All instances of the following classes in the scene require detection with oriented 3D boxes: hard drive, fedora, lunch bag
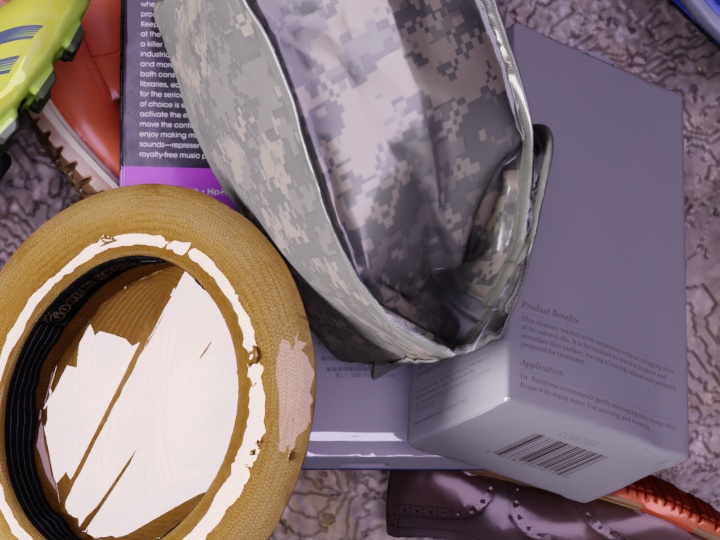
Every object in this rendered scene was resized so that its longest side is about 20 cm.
[{"bbox_3d":[0.000,0.000,0.899,0.132,0.025,0.200,1,68,-5],"label":"hard drive"},{"bbox_3d":[-0.089,0.061,0.817,0.200,0.082,0.201,-2,85,29],"label":"fedora"},{"bbox_3d":[0.002,-0.053,0.774,0.117,0.164,0.200,-20,92,-16],"label":"lunch bag"}]

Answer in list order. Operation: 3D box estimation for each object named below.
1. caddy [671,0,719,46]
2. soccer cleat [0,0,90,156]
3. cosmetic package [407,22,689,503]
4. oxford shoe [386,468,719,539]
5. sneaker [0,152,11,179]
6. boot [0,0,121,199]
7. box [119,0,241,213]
[{"bbox_3d":[0.208,-0.156,0.904,0.200,0.141,0.105,43,78,-1],"label":"caddy"},{"bbox_3d":[-0.208,-0.071,0.829,0.200,0.065,0.084,-45,97,2],"label":"soccer cleat"},{"bbox_3d":[0.091,-0.005,0.863,0.113,0.081,0.200,21,58,-28],"label":"cosmetic package"},{"bbox_3d":[0.110,0.132,0.916,0.200,0.071,0.073,18,93,4],"label":"oxford shoe"},{"bbox_3d":[-0.232,-0.080,0.897,0.115,0.075,0.200,1,96,-10],"label":"sneaker"},{"bbox_3d":[-0.126,-0.102,0.904,0.107,0.075,0.200,-33,89,-12],"label":"boot"},{"bbox_3d":[-0.044,-0.113,0.869,0.143,0.036,0.200,1,87,-12],"label":"box"}]
